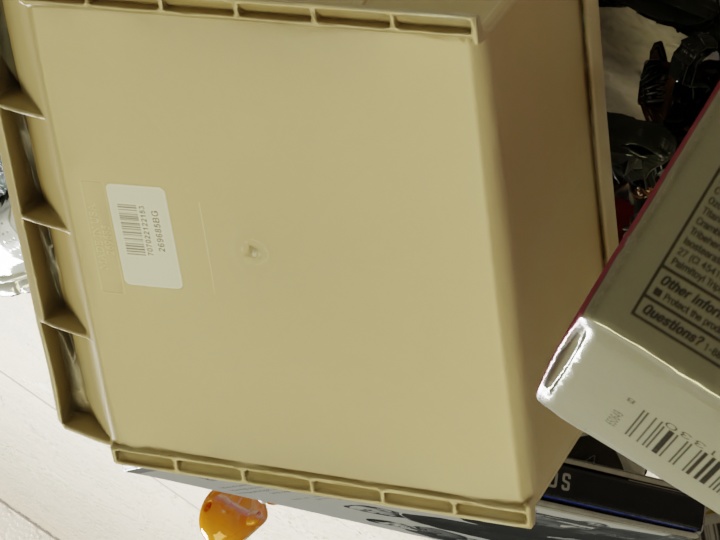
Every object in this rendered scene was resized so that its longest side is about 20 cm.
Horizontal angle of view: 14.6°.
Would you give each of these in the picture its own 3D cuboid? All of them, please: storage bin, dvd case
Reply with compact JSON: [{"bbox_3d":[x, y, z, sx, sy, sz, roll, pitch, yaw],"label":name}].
[{"bbox_3d":[-0.019,-0.028,0.985,0.198,0.094,0.201,7,125,23],"label":"storage bin"},{"bbox_3d":[0.020,0.087,1.164,0.199,0.025,0.150,15,166,-24],"label":"dvd case"}]

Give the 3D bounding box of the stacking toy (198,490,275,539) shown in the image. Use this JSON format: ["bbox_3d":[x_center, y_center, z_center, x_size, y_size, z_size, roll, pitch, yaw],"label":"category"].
[{"bbox_3d":[-0.019,0.058,1.422,0.110,0.200,0.116,43,161,-31],"label":"stacking toy"}]

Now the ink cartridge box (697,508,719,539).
[{"bbox_3d":[0.171,0.119,1.308,0.200,0.197,0.047,-4,95,65],"label":"ink cartridge box"}]

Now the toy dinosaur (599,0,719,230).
[{"bbox_3d":[0.130,-0.064,1.028,0.135,0.102,0.200,20,142,-5],"label":"toy dinosaur"}]

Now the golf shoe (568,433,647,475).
[{"bbox_3d":[0.079,0.081,1.280,0.094,0.078,0.200,30,170,-2],"label":"golf shoe"}]

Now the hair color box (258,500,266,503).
[{"bbox_3d":[0.000,0.000,1.219,0.065,0.109,0.200,45,139,21],"label":"hair color box"}]

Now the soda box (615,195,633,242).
[{"bbox_3d":[0.099,0.004,1.271,0.199,0.070,0.063,21,162,40],"label":"soda box"}]

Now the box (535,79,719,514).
[{"bbox_3d":[0.159,-0.021,0.841,0.128,0.200,0.109,32,165,5],"label":"box"}]

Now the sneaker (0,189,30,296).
[{"bbox_3d":[-0.175,-0.031,1.586,0.200,0.074,0.080,5,134,51],"label":"sneaker"}]
